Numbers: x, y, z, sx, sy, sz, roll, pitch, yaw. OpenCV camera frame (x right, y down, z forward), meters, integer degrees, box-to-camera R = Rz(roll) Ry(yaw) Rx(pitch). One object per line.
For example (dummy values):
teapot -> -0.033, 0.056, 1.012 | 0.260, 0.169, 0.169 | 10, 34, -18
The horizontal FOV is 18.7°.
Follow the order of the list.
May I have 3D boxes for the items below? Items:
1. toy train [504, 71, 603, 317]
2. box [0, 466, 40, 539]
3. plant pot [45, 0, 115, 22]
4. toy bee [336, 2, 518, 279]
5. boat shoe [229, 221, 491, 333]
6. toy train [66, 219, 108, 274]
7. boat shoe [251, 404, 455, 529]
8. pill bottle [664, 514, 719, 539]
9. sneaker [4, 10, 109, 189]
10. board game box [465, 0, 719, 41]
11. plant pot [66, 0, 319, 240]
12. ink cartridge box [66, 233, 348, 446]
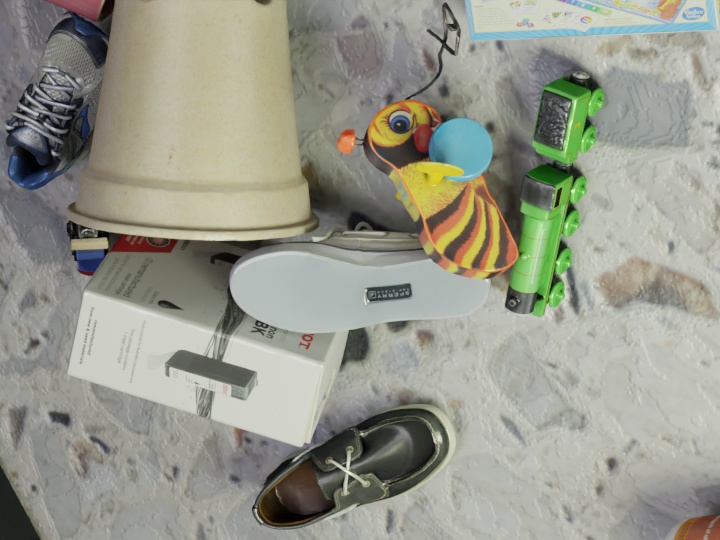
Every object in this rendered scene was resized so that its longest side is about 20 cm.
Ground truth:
toy train -> 0.141, -0.052, 1.631 | 0.042, 0.056, 0.200 | 22, 118, 25
box -> -0.415, 0.254, 2.097 | 0.200, 0.079, 0.141 | -25, 96, 37
plant pot -> -0.244, -0.298, 1.716 | 0.179, 0.200, 0.200 | 34, 124, -1
toy bee -> 0.041, -0.082, 1.633 | 0.131, 0.108, 0.200 | 90, 164, -60
boat shoe -> 0.000, -0.004, 1.702 | 0.201, 0.086, 0.075 | -4, 114, 4
toy train -> -0.226, -0.018, 1.816 | 0.034, 0.200, 0.046 | -2, 87, -6
boat shoe -> -0.005, 0.167, 1.805 | 0.200, 0.068, 0.072 | -25, 92, 35
pill bottle -> 0.325, 0.225, 1.582 | 0.200, 0.112, 0.112 | -12, 101, 36
sneaker -> -0.248, -0.130, 1.801 | 0.077, 0.085, 0.200 | 34, 145, 6
board game box -> 0.163, -0.236, 1.559 | 0.200, 0.034, 0.135 | 2, 109, 33
plant pot -> -0.127, -0.129, 1.708 | 0.200, 0.200, 0.184 | 9, 101, 30
ink cartridge box -> -0.114, 0.047, 1.745 | 0.200, 0.144, 0.084 | 18, 118, 3
